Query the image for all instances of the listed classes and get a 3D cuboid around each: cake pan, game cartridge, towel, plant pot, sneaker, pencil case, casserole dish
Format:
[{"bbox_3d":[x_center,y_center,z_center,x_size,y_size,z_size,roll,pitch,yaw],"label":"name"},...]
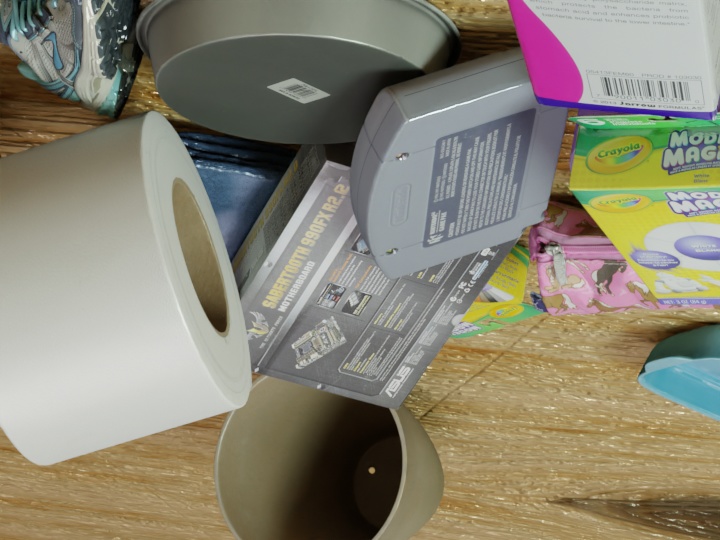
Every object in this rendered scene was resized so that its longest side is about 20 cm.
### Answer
[{"bbox_3d":[-0.038,-0.125,1.345,0.200,0.037,0.200,2,162,1],"label":"cake pan"},{"bbox_3d":[0.060,-0.066,1.376,0.133,0.041,0.200,-22,155,-14],"label":"game cartridge"},{"bbox_3d":[-0.118,-0.010,1.571,0.111,0.049,0.200,10,128,-15],"label":"towel"},{"bbox_3d":[-0.005,0.185,1.997,0.187,0.188,0.200,1,171,25],"label":"plant pot"},{"bbox_3d":[-0.182,-0.152,1.344,0.086,0.078,0.200,15,159,0],"label":"sneaker"},{"bbox_3d":[0.214,-0.008,1.493,0.200,0.087,0.083,1,125,26],"label":"pencil case"},{"bbox_3d":[0.313,0.089,1.742,0.200,0.039,0.121,22,156,-27],"label":"casserole dish"}]

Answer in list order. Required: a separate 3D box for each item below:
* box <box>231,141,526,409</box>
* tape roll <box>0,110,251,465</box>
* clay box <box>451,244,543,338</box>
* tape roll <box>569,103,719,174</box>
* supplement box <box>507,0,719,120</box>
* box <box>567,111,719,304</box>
[{"bbox_3d":[0.000,0.000,1.530,0.158,0.048,0.200,16,128,-22],"label":"box"},{"bbox_3d":[-0.167,0.011,1.421,0.139,0.203,0.203,-18,153,8],"label":"tape roll"},{"bbox_3d":[0.033,-0.010,1.624,0.200,0.048,0.115,25,154,-31],"label":"clay box"},{"bbox_3d":[0.229,-0.077,1.330,0.200,0.066,0.200,10,158,4],"label":"tape roll"},{"bbox_3d":[0.130,-0.168,1.103,0.101,0.104,0.200,7,160,15],"label":"supplement box"},{"bbox_3d":[0.202,-0.037,1.295,0.117,0.048,0.200,-1,154,28],"label":"box"}]
